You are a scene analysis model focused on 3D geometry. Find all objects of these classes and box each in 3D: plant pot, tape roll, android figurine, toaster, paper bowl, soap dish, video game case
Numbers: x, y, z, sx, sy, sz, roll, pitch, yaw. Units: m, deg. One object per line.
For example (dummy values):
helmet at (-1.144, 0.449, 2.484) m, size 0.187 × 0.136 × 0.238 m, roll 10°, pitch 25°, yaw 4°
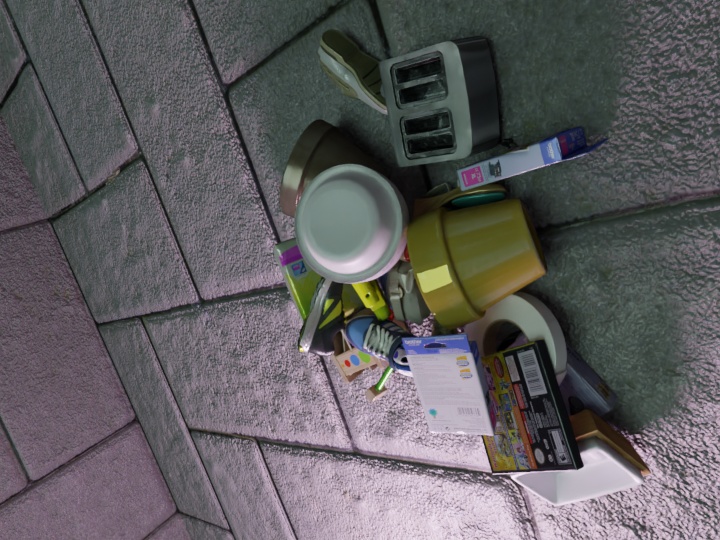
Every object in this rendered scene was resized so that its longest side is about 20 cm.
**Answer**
plant pot at (0.202, -0.026, 0.867) m, size 0.186 × 0.201 × 0.204 m, roll -22°, pitch 96°, yaw 23°
plant pot at (-0.039, -0.173, 1.026) m, size 0.171 × 0.201 × 0.203 m, roll 23°, pitch 126°, yaw 10°
tape roll at (0.271, 0.139, 0.919) m, size 0.201 × 0.037 × 0.208 m, roll 9°, pitch 102°, yaw 52°
android figurine at (0.000, 0.000, 1.021) m, size 0.041 × 0.183 × 0.202 m, roll -27°, pitch 114°, yaw 5°
toaster at (0.135, -0.274, 0.852) m, size 0.197 × 0.118 × 0.184 m, roll 2°, pitch 113°, yaw 40°
paper bowl at (-0.021, -0.079, 0.882) m, size 0.196 × 0.104 × 0.205 m, roll 1°, pitch 92°, yaw 17°
soap dish at (0.374, 0.333, 0.910) m, size 0.156 × 0.082 × 0.199 m, roll 36°, pitch 131°, yaw -20°
video game case at (0.268, 0.238, 0.881) m, size 0.180 × 0.025 × 0.204 m, roll -32°, pitch 68°, yaw 51°

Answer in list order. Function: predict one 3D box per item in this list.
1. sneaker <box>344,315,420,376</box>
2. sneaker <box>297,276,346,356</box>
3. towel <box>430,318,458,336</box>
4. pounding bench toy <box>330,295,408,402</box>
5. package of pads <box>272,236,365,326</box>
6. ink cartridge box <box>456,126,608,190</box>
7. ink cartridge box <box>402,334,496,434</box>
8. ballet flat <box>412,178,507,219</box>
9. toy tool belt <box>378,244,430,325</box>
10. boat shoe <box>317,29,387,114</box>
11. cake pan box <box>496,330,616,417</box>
sneaker at (0.058, 0.143, 0.991) m, size 0.197 × 0.146 × 0.082 m, roll 22°, pitch 89°, yaw 5°
sneaker at (-0.061, 0.079, 1.049) m, size 0.083 × 0.203 × 0.074 m, roll 23°, pitch 174°, yaw -12°
towel at (0.169, 0.167, 1.006) m, size 0.036 × 0.201 × 0.151 m, roll 2°, pitch 122°, yaw -3°
pounding bench toy at (0.038, 0.184, 1.153) m, size 0.155 × 0.124 × 0.202 m, roll -30°, pitch 90°, yaw 44°
package of pads at (-0.084, 0.014, 1.124) m, size 0.203 × 0.152 × 0.068 m, roll 67°, pitch 162°, yaw 4°
ink cartridge box at (0.260, -0.175, 0.788) m, size 0.198 × 0.119 × 0.043 m, roll -9°, pitch 103°, yaw 44°
ink cartridge box at (0.153, 0.189, 0.877) m, size 0.117 × 0.042 × 0.203 m, roll -7°, pitch 115°, yaw 29°
ballet flat at (0.170, -0.135, 0.930) m, size 0.198 × 0.068 × 0.064 m, roll -17°, pitch 70°, yaw 42°
toy tool belt at (0.078, 0.009, 1.030) m, size 0.122 × 0.125 × 0.202 m, roll 19°, pitch 141°, yaw 40°
boat shoe at (-0.002, -0.362, 0.971) m, size 0.201 × 0.074 × 0.069 m, roll 49°, pitch 153°, yaw 10°
cake pan box at (0.333, 0.211, 0.959) m, size 0.200 × 0.052 × 0.185 m, roll 47°, pitch 131°, yaw 13°
